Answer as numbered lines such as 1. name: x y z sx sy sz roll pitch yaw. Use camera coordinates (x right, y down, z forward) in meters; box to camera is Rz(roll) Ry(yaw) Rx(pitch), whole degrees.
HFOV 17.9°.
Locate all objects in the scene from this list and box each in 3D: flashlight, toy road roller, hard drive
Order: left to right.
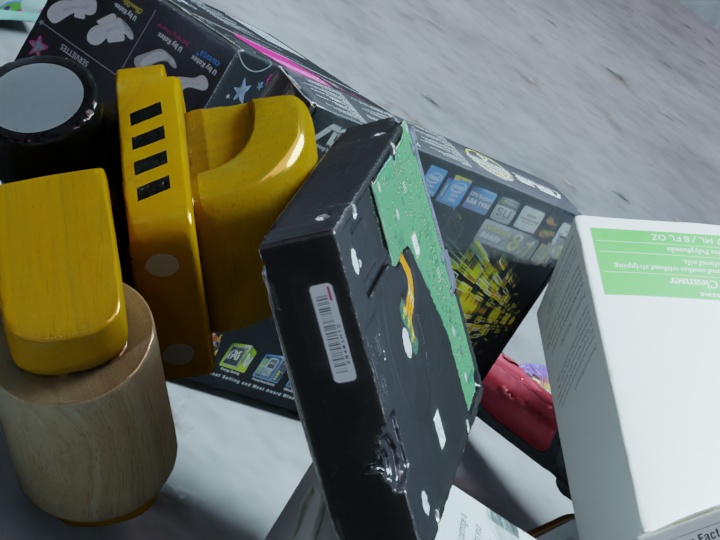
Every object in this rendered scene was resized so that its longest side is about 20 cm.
1. toy road roller: -0.084 -0.001 0.976 0.145 0.123 0.201 -8 48 -2
2. hard drive: 0.008 0.024 0.957 0.200 0.038 0.141 -60 137 -70
3. flashlight: 0.086 0.065 1.274 0.068 0.068 0.200 18 13 -46

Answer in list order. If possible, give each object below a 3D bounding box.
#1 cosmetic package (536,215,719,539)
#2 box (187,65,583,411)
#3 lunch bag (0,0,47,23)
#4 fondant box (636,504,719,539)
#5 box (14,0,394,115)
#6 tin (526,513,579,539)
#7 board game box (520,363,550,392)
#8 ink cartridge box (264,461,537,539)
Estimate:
1. cosmetic package: 0.161 0.076 1.156 0.107 0.085 0.201 3 48 -14
2. box: 0.000 0.000 1.189 0.199 0.162 0.049 21 18 -38
3. lunch bag: -0.237 -0.252 1.383 0.199 0.171 0.122 22 21 -25
4. fondant box: 0.189 0.210 0.981 0.144 0.058 0.201 40 32 -65
5. box: -0.086 -0.079 1.261 0.132 0.115 0.200 34 8 29
6. tin: 0.117 0.177 1.158 0.112 0.042 0.200 37 18 18
7. board game box: 0.185 0.109 1.429 0.157 0.039 0.200 15 28 -46
8. ink cartridge box: 0.047 0.171 0.976 0.199 0.083 0.147 34 19 -5
